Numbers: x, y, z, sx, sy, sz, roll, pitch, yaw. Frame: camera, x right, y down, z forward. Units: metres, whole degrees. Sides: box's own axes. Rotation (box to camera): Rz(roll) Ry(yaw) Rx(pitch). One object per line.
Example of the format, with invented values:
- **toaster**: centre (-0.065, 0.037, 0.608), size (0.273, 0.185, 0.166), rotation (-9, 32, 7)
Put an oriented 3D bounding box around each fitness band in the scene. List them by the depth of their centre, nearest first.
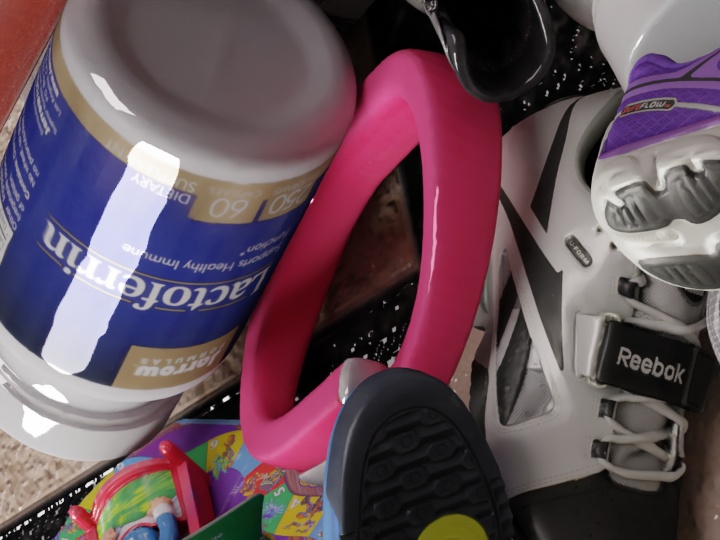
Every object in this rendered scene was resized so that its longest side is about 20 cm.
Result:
- **fitness band**: centre (0.000, 0.000, 1.016), size (0.200, 0.037, 0.144), rotation (139, 141, -63)

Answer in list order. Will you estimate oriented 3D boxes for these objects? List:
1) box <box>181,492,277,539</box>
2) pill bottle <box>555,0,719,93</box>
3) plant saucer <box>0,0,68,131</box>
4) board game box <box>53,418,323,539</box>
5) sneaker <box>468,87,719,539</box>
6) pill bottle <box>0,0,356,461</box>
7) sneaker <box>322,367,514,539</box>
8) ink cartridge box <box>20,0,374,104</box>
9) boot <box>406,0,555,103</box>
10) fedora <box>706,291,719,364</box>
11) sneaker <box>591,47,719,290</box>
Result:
- **box**: centre (-0.056, 0.179, 0.953), size (0.048, 0.117, 0.200), rotation (36, 146, 45)
- **pill bottle**: centre (0.101, -0.154, 0.953), size (0.114, 0.114, 0.200), rotation (-43, 51, 30)
- **plant saucer**: centre (-0.131, -0.157, 1.079), size (0.200, 0.037, 0.200), rotation (-55, 28, 40)
- **board game box**: centre (-0.079, 0.113, 1.073), size (0.200, 0.039, 0.158), rotation (-1, 52, 46)
- **sneaker**: centre (0.087, 0.026, 0.947), size (0.088, 0.074, 0.201), rotation (-31, 58, 39)
- **pill bottle**: centre (-0.087, -0.021, 1.069), size (0.200, 0.115, 0.116), rotation (-61, 41, 43)
- **sneaker**: centre (0.017, 0.118, 0.941), size (0.078, 0.066, 0.201), rotation (36, 146, 58)
- **ink cartridge box**: centre (-0.065, -0.148, 1.146), size (0.200, 0.083, 0.147), rotation (-48, 48, 27)
- **boot**: centre (0.006, -0.160, 0.938), size (0.070, 0.200, 0.132), rotation (-35, 21, 5)
- **fedora**: centre (0.176, -0.002, 0.848), size (0.200, 0.090, 0.177), rotation (-37, 55, 34)
- **sneaker**: centre (0.156, -0.058, 0.778), size (0.199, 0.081, 0.084), rotation (-11, 52, 29)
